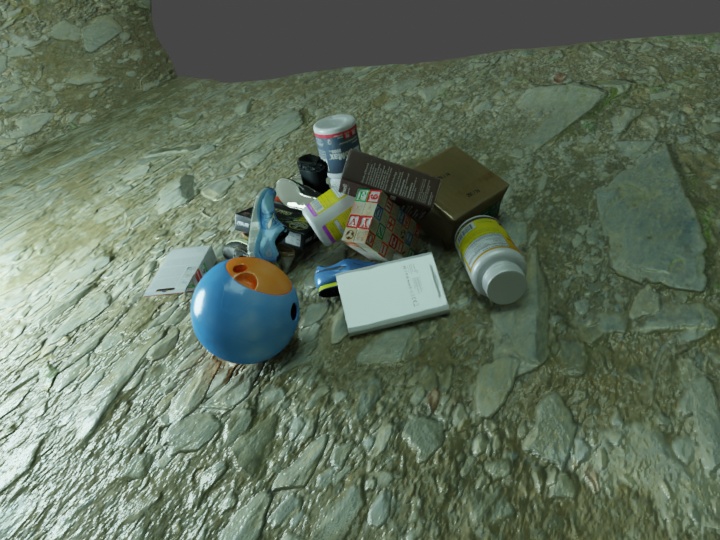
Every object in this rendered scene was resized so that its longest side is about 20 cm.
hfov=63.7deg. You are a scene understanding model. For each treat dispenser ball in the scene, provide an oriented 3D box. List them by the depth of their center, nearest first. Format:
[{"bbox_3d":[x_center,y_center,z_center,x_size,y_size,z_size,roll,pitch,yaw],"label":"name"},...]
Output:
[{"bbox_3d":[-0.214,0.074,1.086,0.200,0.201,0.201,-9,33,6],"label":"treat dispenser ball"}]

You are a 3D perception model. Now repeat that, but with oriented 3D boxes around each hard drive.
[{"bbox_3d":[0.061,0.045,1.145,0.199,0.027,0.132,-13,63,-2],"label":"hard drive"}]

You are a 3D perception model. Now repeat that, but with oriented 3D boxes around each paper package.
[{"bbox_3d":[0.209,-0.173,1.358,0.200,0.104,0.191,-33,62,-29],"label":"paper package"}]

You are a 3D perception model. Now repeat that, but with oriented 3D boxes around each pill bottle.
[{"bbox_3d":[0.260,-0.021,1.152,0.109,0.110,0.200,-12,33,1],"label":"pill bottle"},{"bbox_3d":[-0.026,-0.151,1.322,0.200,0.104,0.104,-34,34,-1],"label":"pill bottle"},{"bbox_3d":[-0.056,-0.327,1.644,0.119,0.201,0.120,-9,33,6],"label":"pill bottle"}]

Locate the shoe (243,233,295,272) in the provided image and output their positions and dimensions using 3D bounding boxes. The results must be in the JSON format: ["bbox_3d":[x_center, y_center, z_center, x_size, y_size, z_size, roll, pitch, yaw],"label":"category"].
[{"bbox_3d":[-0.228,-0.050,1.413,0.070,0.054,0.200,-12,27,-36],"label":"shoe"}]

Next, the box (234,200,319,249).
[{"bbox_3d":[-0.187,-0.118,1.450,0.199,0.049,0.161,17,24,21],"label":"box"}]

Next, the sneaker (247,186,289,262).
[{"bbox_3d":[-0.209,-0.100,1.339,0.090,0.078,0.201,6,63,-8],"label":"sneaker"}]

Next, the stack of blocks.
[{"bbox_3d":[0.051,-0.078,1.234,0.058,0.200,0.116,10,77,34],"label":"stack of blocks"}]

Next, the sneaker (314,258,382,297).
[{"bbox_3d":[0.000,0.000,1.229,0.199,0.066,0.079,-11,63,5],"label":"sneaker"}]

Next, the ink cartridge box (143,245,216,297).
[{"bbox_3d":[-0.429,0.015,1.391,0.109,0.051,0.200,-6,34,10],"label":"ink cartridge box"}]

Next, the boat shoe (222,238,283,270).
[{"bbox_3d":[-0.270,-0.023,1.371,0.200,0.072,0.066,19,39,37],"label":"boat shoe"}]

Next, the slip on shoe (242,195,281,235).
[{"bbox_3d":[-0.262,-0.158,1.587,0.074,0.061,0.200,4,35,27],"label":"slip on shoe"}]

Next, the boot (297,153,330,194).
[{"bbox_3d":[-0.130,-0.237,1.562,0.076,0.169,0.200,-20,33,-15],"label":"boot"}]

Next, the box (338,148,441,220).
[{"bbox_3d":[0.058,-0.178,1.217,0.199,0.100,0.075,20,80,-1],"label":"box"}]

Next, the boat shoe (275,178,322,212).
[{"bbox_3d":[-0.137,-0.178,1.471,0.200,0.067,0.057,32,17,36],"label":"boat shoe"}]
